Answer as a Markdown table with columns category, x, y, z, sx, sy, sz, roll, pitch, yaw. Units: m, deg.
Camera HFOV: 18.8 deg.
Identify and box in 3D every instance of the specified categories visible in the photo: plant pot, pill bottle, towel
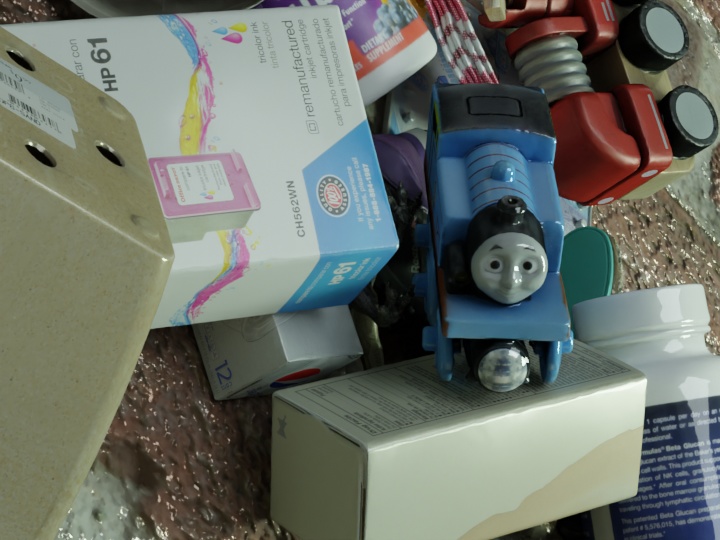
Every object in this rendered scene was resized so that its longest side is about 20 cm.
| category | x | y | z | sx | sy | sz | roll | pitch | yaw |
| --- | --- | --- | --- | --- | --- | --- | --- | --- | --- |
| plant pot | -0.190 | -0.005 | 0.914 | 0.199 | 0.177 | 0.200 | 32 | 20 | -29 |
| pill bottle | 0.183 | 0.113 | 1.308 | 0.111 | 0.111 | 0.201 | -3 | 82 | -50 |
| pill bottle | -0.051 | -0.185 | 1.301 | 0.201 | 0.111 | 0.111 | 56 | 38 | -7 |
| towel | 0.049 | -0.167 | 1.385 | 0.201 | 0.030 | 0.146 | 65 | 5 | 9 |

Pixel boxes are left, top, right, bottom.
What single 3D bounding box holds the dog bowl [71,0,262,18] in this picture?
| category | x | y | z | sx | sy | sz | roll | pitch | yaw |
| --- | --- | --- | --- | --- | --- | --- | --- | --- | --- |
| dog bowl | -0.098 | -0.232 | 1.216 | 0.201 | 0.199 | 0.059 | 65 | 20 | 4 |

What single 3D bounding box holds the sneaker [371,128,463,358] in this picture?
| category | x | y | z | sx | sy | sz | roll | pitch | yaw |
| --- | --- | --- | --- | --- | --- | --- | --- | --- | --- |
| sneaker | 0.026 | 0.014 | 1.318 | 0.087 | 0.076 | 0.201 | -10 | 71 | -36 |

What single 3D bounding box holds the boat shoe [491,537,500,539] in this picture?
| category | x | y | z | sx | sy | sz | roll | pitch | yaw |
| --- | --- | --- | --- | --- | --- | --- | --- | --- | --- |
| boat shoe | 0.092 | 0.204 | 1.267 | 0.200 | 0.067 | 0.072 | 38 | 44 | -32 |

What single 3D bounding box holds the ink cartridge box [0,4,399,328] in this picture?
| category | x | y | z | sx | sy | sz | roll | pitch | yaw |
| --- | --- | --- | --- | --- | --- | --- | --- | --- | --- |
| ink cartridge box | -0.098 | -0.051 | 1.126 | 0.199 | 0.085 | 0.145 | -7 | 72 | -23 |

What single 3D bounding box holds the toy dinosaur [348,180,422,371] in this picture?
| category | x | y | z | sx | sy | sz | roll | pitch | yaw |
| --- | --- | --- | --- | --- | --- | --- | --- | --- | --- |
| toy dinosaur | 0.000 | 0.000 | 1.243 | 0.047 | 0.088 | 0.201 | -7 | 81 | -34 |

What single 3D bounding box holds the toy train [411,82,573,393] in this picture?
| category | x | y | z | sx | sy | sz | roll | pitch | yaw |
| --- | --- | --- | --- | --- | --- | --- | --- | --- | --- |
| toy train | 0.073 | -0.020 | 1.214 | 0.200 | 0.086 | 0.115 | -92 | -177 | -57 |

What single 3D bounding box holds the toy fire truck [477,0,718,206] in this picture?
| category | x | y | z | sx | sy | sz | roll | pitch | yaw |
| --- | --- | --- | --- | --- | --- | --- | --- | --- | --- |
| toy fire truck | 0.133 | -0.141 | 1.451 | 0.199 | 0.129 | 0.177 | -5 | 72 | -38 |

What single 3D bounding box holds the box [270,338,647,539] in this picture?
| category | x | y | z | sx | sy | sz | roll | pitch | yaw |
| --- | --- | --- | --- | --- | --- | --- | --- | --- | --- |
| box | 0.055 | 0.097 | 1.208 | 0.199 | 0.095 | 0.078 | -11 | 113 | -33 |

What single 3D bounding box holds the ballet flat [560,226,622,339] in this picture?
| category | x | y | z | sx | sy | sz | roll | pitch | yaw |
| --- | --- | --- | --- | --- | --- | --- | --- | --- | --- |
| ballet flat | 0.131 | 0.068 | 1.402 | 0.075 | 0.067 | 0.201 | 61 | 38 | -44 |

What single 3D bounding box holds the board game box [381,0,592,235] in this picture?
| category | x | y | z | sx | sy | sz | roll | pitch | yaw |
| --- | --- | --- | --- | --- | --- | --- | --- | --- | --- |
| board game box | 0.099 | -0.093 | 1.487 | 0.200 | 0.026 | 0.201 | 35 | 45 | -31 |

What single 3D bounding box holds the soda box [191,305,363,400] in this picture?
| category | x | y | z | sx | sy | sz | roll | pitch | yaw |
| --- | --- | --- | --- | --- | --- | --- | --- | --- | --- |
| soda box | -0.069 | -0.031 | 1.225 | 0.068 | 0.063 | 0.201 | -2 | 70 | -49 |

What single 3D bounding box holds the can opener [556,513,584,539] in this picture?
| category | x | y | z | sx | sy | sz | roll | pitch | yaw |
| --- | --- | --- | --- | --- | --- | --- | --- | --- | --- |
| can opener | 0.174 | 0.140 | 1.417 | 0.200 | 0.078 | 0.064 | -44 | 140 | -48 |
